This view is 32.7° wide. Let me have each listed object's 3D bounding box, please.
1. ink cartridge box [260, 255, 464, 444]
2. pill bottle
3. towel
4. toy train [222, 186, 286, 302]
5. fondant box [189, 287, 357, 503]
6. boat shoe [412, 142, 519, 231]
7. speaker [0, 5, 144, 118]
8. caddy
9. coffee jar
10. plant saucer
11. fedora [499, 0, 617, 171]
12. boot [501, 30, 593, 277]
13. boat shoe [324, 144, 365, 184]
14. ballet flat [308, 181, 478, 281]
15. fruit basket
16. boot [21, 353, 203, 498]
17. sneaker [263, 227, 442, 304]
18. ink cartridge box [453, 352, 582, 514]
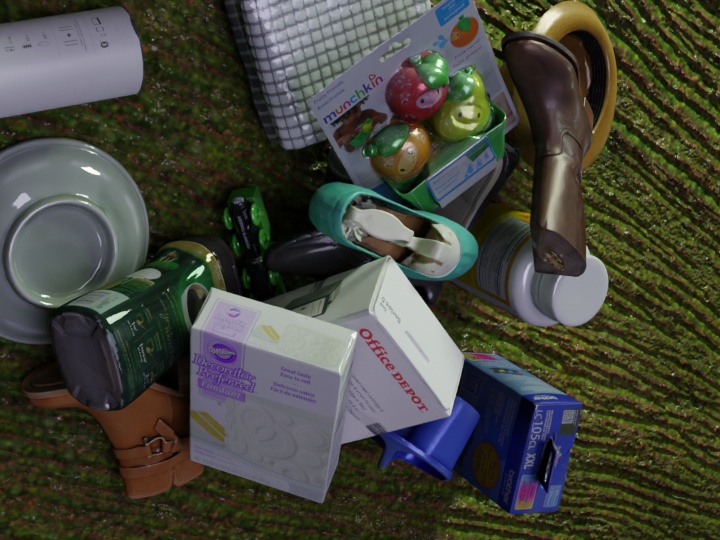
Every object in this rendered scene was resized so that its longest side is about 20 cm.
[{"bbox_3d":[-0.020,0.089,1.202,0.146,0.199,0.084,52,37,-27],"label":"ink cartridge box"},{"bbox_3d":[0.177,-0.007,1.348,0.108,0.200,0.110,-12,113,-29],"label":"pill bottle"},{"bbox_3d":[-0.025,-0.232,1.214,0.199,0.085,0.167,-27,117,-21],"label":"towel"},{"bbox_3d":[-0.098,0.005,1.264,0.041,0.057,0.201,-7,122,12],"label":"toy train"},{"bbox_3d":[-0.086,0.121,1.155,0.058,0.143,0.201,-66,169,-45],"label":"fondant box"},{"bbox_3d":[0.106,-0.062,1.333,0.062,0.073,0.201,-10,143,-47],"label":"boat shoe"},{"bbox_3d":[-0.294,-0.176,1.060,0.199,0.081,0.082,-16,115,-28],"label":"speaker"},{"bbox_3d":[0.047,0.171,1.339,0.141,0.200,0.105,31,80,7],"label":"caddy"},{"bbox_3d":[-0.194,0.043,1.156,0.200,0.085,0.105,-36,122,-50],"label":"coffee jar"},{"bbox_3d":[-0.283,-0.021,1.140,0.199,0.050,0.202,-12,113,-29],"label":"plant saucer"},{"bbox_3d":[0.207,-0.199,1.361,0.200,0.081,0.203,-9,103,-45],"label":"fedora"},{"bbox_3d":[0.182,-0.109,1.207,0.186,0.064,0.202,40,52,-44],"label":"boot"},{"bbox_3d":[0.045,-0.123,1.314,0.199,0.069,0.057,-14,147,-32],"label":"boat shoe"},{"bbox_3d":[0.043,-0.029,1.177,0.199,0.070,0.068,19,96,-29],"label":"ballet flat"},{"bbox_3d":[0.061,-0.149,1.176,0.185,0.094,0.200,-36,146,-4],"label":"fruit basket"},{"bbox_3d":[-0.236,0.157,1.221,0.198,0.074,0.156,-7,114,-28],"label":"boot"},{"bbox_3d":[0.000,0.000,1.229,0.198,0.076,0.092,0,87,-20],"label":"sneaker"},{"bbox_3d":[0.175,0.190,1.415,0.076,0.200,0.138,2,105,-33],"label":"ink cartridge box"}]
